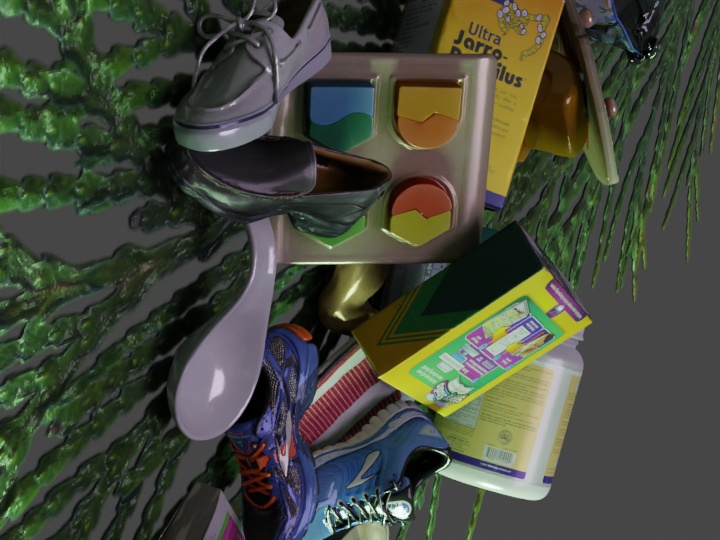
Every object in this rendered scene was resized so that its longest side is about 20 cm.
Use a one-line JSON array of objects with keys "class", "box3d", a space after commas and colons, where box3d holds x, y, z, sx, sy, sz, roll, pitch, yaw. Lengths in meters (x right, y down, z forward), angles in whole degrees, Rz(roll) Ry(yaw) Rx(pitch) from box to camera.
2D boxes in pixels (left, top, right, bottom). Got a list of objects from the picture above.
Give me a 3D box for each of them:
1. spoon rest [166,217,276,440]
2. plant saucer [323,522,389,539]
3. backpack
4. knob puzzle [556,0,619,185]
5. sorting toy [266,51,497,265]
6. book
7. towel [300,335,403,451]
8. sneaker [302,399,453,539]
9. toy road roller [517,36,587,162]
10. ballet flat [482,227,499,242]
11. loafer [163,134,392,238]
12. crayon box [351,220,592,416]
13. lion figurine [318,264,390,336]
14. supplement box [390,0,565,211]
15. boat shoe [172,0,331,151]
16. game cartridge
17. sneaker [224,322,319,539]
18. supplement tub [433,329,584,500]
[{"class": "spoon rest", "box3d": [-0.105, 0.039, 1.226, 0.099, 0.061, 0.201, -5, 107, -54]}, {"class": "plant saucer", "box3d": [-0.038, 0.322, 1.516, 0.200, 0.032, 0.200, -46, 151, -35]}, {"class": "backpack", "box3d": [0.252, -0.341, 1.633, 0.200, 0.147, 0.183, 34, 74, -67]}, {"class": "knob puzzle", "box3d": [0.232, -0.176, 1.550, 0.220, 0.030, 0.220, -14, 90, -88]}, {"class": "sorting toy", "box3d": [0.016, -0.089, 1.298, 0.036, 0.199, 0.186, -123, -147, -63]}, {"class": "book", "box3d": [-0.128, 0.287, 1.337, 0.134, 0.048, 0.200, -62, 153, -29]}, {"class": "towel", "box3d": [-0.015, 0.155, 1.462, 0.144, 0.023, 0.200, -43, 144, -16]}, {"class": "sneaker", "box3d": [0.003, 0.199, 1.423, 0.200, 0.089, 0.079, -35, 140, -23]}, {"class": "toy road roller", "box3d": [0.168, -0.190, 1.550, 0.200, 0.146, 0.123, -58, 150, -30]}, {"class": "ballet flat", "box3d": [0.117, 0.031, 1.599, 0.200, 0.068, 0.069, -58, 165, -55]}, {"class": "loafer", "box3d": [-0.061, -0.078, 1.193, 0.200, 0.072, 0.073, 7, 57, -48]}, {"class": "crayon box", "box3d": [0.105, 0.049, 1.410, 0.172, 0.058, 0.200, -33, 156, 9]}, {"class": "lion figurine", "box3d": [0.000, 0.000, 1.400, 0.122, 0.072, 0.200, -1, 118, -25]}, {"class": "supplement box", "box3d": [0.087, -0.164, 1.400, 0.109, 0.109, 0.200, 18, 87, -21]}, {"class": "boat shoe", "box3d": [-0.078, -0.165, 1.160, 0.202, 0.074, 0.086, -48, 144, -47]}, {"class": "game cartridge", "box3d": [0.035, 0.052, 1.544, 0.133, 0.040, 0.201, 4, 100, -60]}, {"class": "sneaker", "box3d": [-0.085, 0.145, 1.316, 0.078, 0.075, 0.201, 3, 85, -52]}, {"class": "supplement tub", "box3d": [0.162, 0.139, 1.717, 0.145, 0.145, 0.201, 20, 86, -64]}]
